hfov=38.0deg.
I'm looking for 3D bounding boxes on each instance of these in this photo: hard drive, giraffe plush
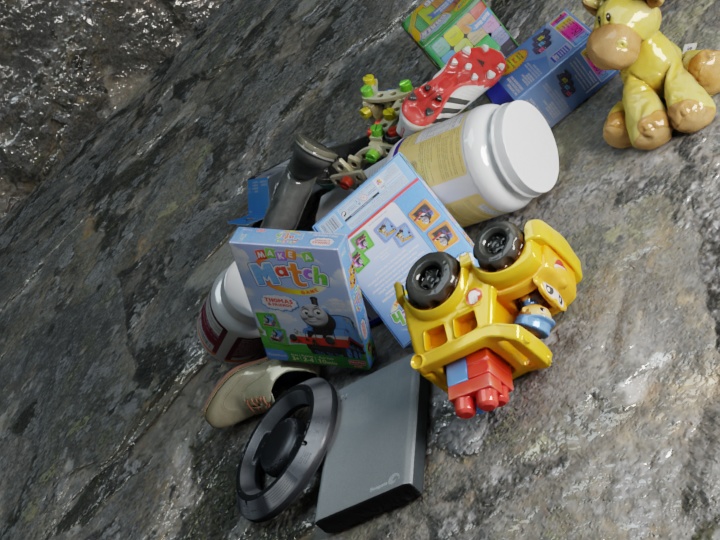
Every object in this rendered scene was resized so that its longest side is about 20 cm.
[{"bbox_3d":[0.018,0.201,1.233,0.139,0.033,0.200,-29,32,28],"label":"hard drive"},{"bbox_3d":[0.345,-0.269,1.278,0.172,0.162,0.201,-19,38,40],"label":"giraffe plush"}]

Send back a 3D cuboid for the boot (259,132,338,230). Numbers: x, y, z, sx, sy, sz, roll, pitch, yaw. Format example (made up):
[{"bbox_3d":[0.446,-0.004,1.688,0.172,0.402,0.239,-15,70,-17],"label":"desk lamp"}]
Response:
[{"bbox_3d":[-0.108,-0.100,1.545,0.200,0.072,0.182,-59,1,2],"label":"boot"}]

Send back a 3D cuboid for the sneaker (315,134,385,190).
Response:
[{"bbox_3d":[0.017,-0.172,1.690,0.199,0.084,0.121,-11,-3,1],"label":"sneaker"}]

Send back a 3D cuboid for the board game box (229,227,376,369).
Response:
[{"bbox_3d":[-0.071,0.037,1.338,0.151,0.201,0.037,4,40,23],"label":"board game box"}]

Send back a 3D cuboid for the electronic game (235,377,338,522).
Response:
[{"bbox_3d":[-0.095,0.226,1.330,0.200,0.042,0.200,-45,24,26],"label":"electronic game"}]

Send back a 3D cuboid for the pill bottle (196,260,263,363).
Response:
[{"bbox_3d":[-0.168,0.055,1.517,0.114,0.114,0.200,-60,5,-27],"label":"pill bottle"}]

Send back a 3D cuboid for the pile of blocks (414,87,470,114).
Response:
[{"bbox_3d":[0.127,-0.239,1.659,0.200,0.082,0.062,-114,40,-68],"label":"pile of blocks"}]

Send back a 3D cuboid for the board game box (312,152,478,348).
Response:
[{"bbox_3d":[0.056,-0.025,1.337,0.151,0.200,0.037,-39,-14,11],"label":"board game box"}]

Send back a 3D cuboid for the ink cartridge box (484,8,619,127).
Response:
[{"bbox_3d":[0.255,-0.268,1.498,0.200,0.076,0.137,-41,28,12],"label":"ink cartridge box"}]

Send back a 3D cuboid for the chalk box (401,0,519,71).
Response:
[{"bbox_3d":[0.168,-0.377,1.707,0.124,0.124,0.200,-41,28,8],"label":"chalk box"}]

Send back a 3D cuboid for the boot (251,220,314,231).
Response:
[{"bbox_3d":[-0.114,-0.028,1.676,0.162,0.073,0.199,-25,41,37],"label":"boot"}]

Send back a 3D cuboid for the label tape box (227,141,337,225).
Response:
[{"bbox_3d":[-0.133,-0.146,1.776,0.199,0.066,0.143,-27,12,-17],"label":"label tape box"}]

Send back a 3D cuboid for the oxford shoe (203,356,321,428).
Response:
[{"bbox_3d":[-0.140,0.168,1.453,0.200,0.071,0.074,-37,31,16],"label":"oxford shoe"}]

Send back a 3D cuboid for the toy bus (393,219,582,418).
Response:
[{"bbox_3d":[0.149,0.066,1.150,0.199,0.136,0.193,-27,46,26],"label":"toy bus"}]

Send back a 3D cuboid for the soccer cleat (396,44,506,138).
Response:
[{"bbox_3d":[0.127,-0.253,1.483,0.200,0.069,0.085,-39,-8,-27],"label":"soccer cleat"}]

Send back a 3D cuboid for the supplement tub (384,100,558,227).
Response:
[{"bbox_3d":[0.146,-0.135,1.389,0.200,0.145,0.146,-17,39,41],"label":"supplement tub"}]

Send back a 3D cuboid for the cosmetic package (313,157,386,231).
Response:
[{"bbox_3d":[0.028,-0.105,1.587,0.200,0.071,0.102,-28,31,28],"label":"cosmetic package"}]

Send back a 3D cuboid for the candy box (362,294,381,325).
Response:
[{"bbox_3d":[0.000,0.000,1.479,0.200,0.077,0.169,-28,33,29],"label":"candy box"}]

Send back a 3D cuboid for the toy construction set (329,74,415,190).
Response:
[{"bbox_3d":[0.028,-0.208,1.553,0.131,0.092,0.201,10,63,29],"label":"toy construction set"}]
